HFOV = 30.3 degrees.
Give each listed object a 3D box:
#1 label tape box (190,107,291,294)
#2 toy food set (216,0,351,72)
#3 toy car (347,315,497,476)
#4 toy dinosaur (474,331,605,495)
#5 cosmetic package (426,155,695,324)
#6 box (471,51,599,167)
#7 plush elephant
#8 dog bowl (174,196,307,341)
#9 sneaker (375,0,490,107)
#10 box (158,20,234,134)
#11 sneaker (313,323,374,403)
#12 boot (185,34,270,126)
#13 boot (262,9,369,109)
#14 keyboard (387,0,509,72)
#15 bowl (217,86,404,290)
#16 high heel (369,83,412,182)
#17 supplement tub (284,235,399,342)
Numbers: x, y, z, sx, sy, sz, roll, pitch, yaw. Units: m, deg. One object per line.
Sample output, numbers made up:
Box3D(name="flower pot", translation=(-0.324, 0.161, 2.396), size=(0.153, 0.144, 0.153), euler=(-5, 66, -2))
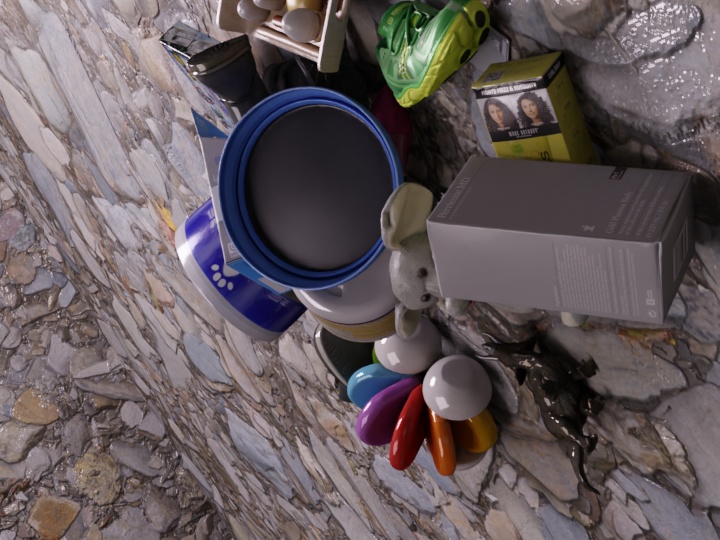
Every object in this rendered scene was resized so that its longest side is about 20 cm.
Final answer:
Box3D(name="label tape box", translation=(-0.122, -0.089, 1.551), size=(0.144, 0.063, 0.203), euler=(35, -142, -65))
Box3D(name="toy food set", translation=(-0.074, -0.286, 1.292), size=(0.199, 0.060, 0.146), euler=(30, 114, 47))
Box3D(name="toy car", translation=(0.065, 0.168, 1.615), size=(0.200, 0.149, 0.176), euler=(41, 155, 32))
Box3D(name="toy dinosaur", translation=(0.212, 0.137, 1.398), size=(0.201, 0.077, 0.102), euler=(54, 171, -10))
Box3D(name="cosmetic package", translation=(0.165, -0.028, 1.088), size=(0.197, 0.107, 0.091), euler=(8, 130, 25))
Box3D(name="box", translation=(0.166, -0.085, 1.153), size=(0.074, 0.050, 0.202), euler=(-3, 122, 36))
Box3D(name="plush elephant", translation=(0.097, -0.010, 1.286), size=(0.199, 0.154, 0.166), euler=(28, 146, 48))
Box3D(name="dog bowl", translation=(-0.151, -0.007, 1.777), size=(0.200, 0.079, 0.201), euler=(44, -163, -17))
Box3D(name="sneaker", translation=(0.053, -0.203, 1.192), size=(0.084, 0.074, 0.200), euler=(49, 163, -4))
Box3D(name="box", translation=(-0.148, -0.204, 1.612), size=(0.136, 0.040, 0.201), euler=(32, 165, 45))
Box3D(name="sneaker", translation=(-0.018, 0.130, 1.736), size=(0.105, 0.076, 0.200), euler=(-1, 146, 44))
Box3D(name="boot", translation=(-0.112, -0.150, 1.433), size=(0.182, 0.072, 0.203), euler=(-60, -46, -73))
Box3D(name="boot", translation=(-0.064, -0.228, 1.456), size=(0.200, 0.065, 0.167), euler=(-170, 62, -74))
Box3D(name="keyboard", translation=(0.067, -0.240, 1.227), size=(0.200, 0.011, 0.057), euler=(43, 160, 30))
Box3D(name="bowl", translation=(-0.048, -0.083, 1.341), size=(0.201, 0.200, 0.039), euler=(51, -161, 10))
Box3D(name="high heel", translation=(0.022, -0.131, 1.444), size=(0.200, 0.066, 0.098), euler=(151, 118, -74))
Box3D(name="supplement tub", translation=(0.000, 0.000, 1.470), size=(0.146, 0.145, 0.200), euler=(50, 177, 13))
